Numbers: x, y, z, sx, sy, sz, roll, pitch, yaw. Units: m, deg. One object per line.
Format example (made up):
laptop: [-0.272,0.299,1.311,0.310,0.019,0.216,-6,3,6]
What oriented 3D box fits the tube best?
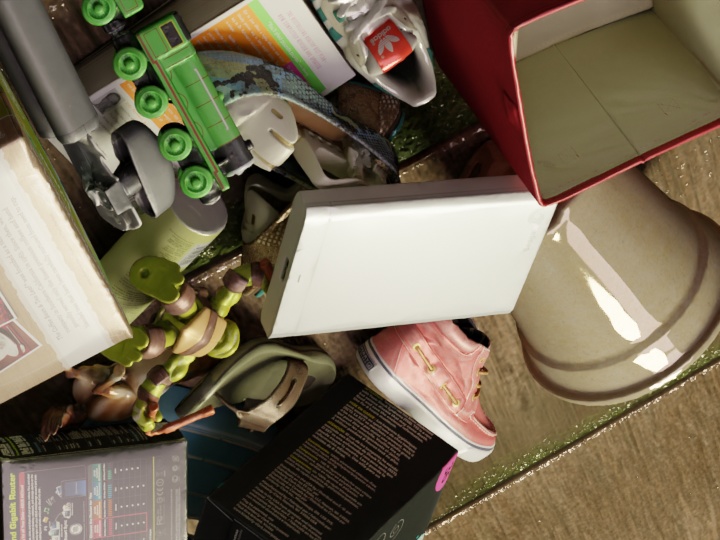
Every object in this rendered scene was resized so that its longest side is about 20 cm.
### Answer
tube: [-0.172,0.003,1.392,0.058,0.052,0.200,37,131,-11]

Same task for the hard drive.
hard drive: [0.036,-0.011,1.355,0.200,0.026,0.132,-5,137,-24]

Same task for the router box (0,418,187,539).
router box: [-0.217,0.225,1.475,0.150,0.062,0.200,-4,105,-23]

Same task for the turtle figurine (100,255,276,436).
turtle figurine: [-0.122,0.032,1.362,0.200,0.064,0.161,-46,156,6]

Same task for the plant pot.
plant pot: [0.174,-0.024,1.503,0.200,0.200,0.183,-38,127,7]

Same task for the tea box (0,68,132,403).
tea box: [-0.263,-0.048,1.192,0.134,0.197,0.200,-27,140,-5]

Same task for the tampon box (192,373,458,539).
tampon box: [-0.035,0.216,1.573,0.200,0.126,0.150,-39,156,-43]

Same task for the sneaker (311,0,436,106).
sneaker: [0.003,-0.190,1.289,0.070,0.093,0.200,-33,139,2]

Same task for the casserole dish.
casserole dish: [-0.151,0.161,1.586,0.200,0.039,0.121,22,116,-42]

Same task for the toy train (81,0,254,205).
toy train: [-0.133,-0.138,1.231,0.056,0.042,0.200,-29,104,0]

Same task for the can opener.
can opener: [-0.187,-0.115,1.246,0.067,0.053,0.200,-38,121,-25]

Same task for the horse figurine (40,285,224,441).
horse figurine: [-0.170,0.079,1.471,0.200,0.050,0.133,-27,163,-18]

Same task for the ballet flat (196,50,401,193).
ballet flat: [-0.044,-0.091,1.298,0.200,0.074,0.074,22,117,-35]

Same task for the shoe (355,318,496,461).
shoe: [0.086,0.096,1.636,0.091,0.071,0.200,-38,136,12]

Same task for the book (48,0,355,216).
book: [-0.116,-0.127,1.319,0.200,0.048,0.134,-33,140,5]

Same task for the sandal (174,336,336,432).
sandal: [-0.072,0.098,1.514,0.080,0.057,0.201,-46,157,23]

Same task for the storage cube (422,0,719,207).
storage cube: [0.150,-0.187,1.315,0.171,0.180,0.200,-25,140,-7]

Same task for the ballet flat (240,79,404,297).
ballet flat: [-0.048,-0.068,1.415,0.065,0.071,0.200,33,109,-17]

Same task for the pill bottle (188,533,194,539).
pill bottle: [-0.227,0.267,1.587,0.200,0.111,0.111,17,120,-41]
